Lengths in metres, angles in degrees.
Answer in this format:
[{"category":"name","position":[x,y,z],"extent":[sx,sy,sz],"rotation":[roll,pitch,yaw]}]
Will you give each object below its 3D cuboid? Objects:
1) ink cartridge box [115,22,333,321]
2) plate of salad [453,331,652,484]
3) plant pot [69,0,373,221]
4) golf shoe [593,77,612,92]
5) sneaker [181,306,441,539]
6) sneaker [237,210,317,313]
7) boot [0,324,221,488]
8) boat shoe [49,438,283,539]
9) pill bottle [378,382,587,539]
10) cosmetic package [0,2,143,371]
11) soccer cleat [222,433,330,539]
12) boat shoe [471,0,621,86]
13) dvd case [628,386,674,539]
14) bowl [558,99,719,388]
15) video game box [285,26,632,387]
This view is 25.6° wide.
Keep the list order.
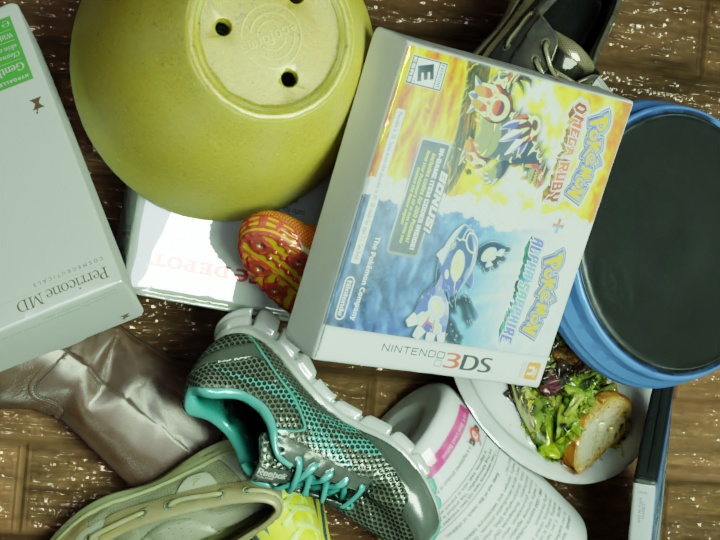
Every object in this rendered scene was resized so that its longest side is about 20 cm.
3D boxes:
[{"category":"ink cartridge box","position":[-0.083,-0.072,1.088],"extent":[0.144,0.087,0.202],"rotation":[10,86,-17]},{"category":"plate of salad","position":[0.145,0.054,1.148],"extent":[0.198,0.048,0.202],"rotation":[15,61,-28]},{"category":"plant pot","position":[-0.072,-0.135,0.972],"extent":[0.198,0.142,0.202],"rotation":[0,89,-16]},{"category":"golf shoe","position":[0.179,-0.105,1.166],"extent":[0.200,0.097,0.078],"rotation":[44,80,-12]},{"category":"sneaker","position":[-0.037,0.119,1.021],"extent":[0.200,0.078,0.091],"rotation":[41,40,5]},{"category":"sneaker","position":[0.000,0.000,1.049],"extent":[0.199,0.073,0.078],"rotation":[26,60,-36]},{"category":"boot","position":[-0.200,0.111,1.070],"extent":[0.200,0.064,0.187],"rotation":[40,81,-19]},{"category":"boat shoe","position":[-0.139,0.185,1.055],"extent":[0.199,0.063,0.073],"rotation":[-29,117,6]},{"category":"pill bottle","position":[0.089,0.186,1.131],"extent":[0.200,0.113,0.114],"rotation":[44,78,-13]},{"category":"cosmetic package","position":[-0.224,-0.051,1.005],"extent":[0.107,0.085,0.201],"rotation":[-23,74,-6]},{"category":"soccer cleat","position":[-0.043,0.193,1.104],"extent":[0.064,0.084,0.202],"rotation":[-19,96,-16]},{"category":"boat shoe","position":[0.118,-0.138,1.056],"extent":[0.074,0.073,0.201],"rotation":[33,67,-22]},{"category":"dvd case","position":[0.202,0.197,1.127],"extent":[0.017,0.143,0.202],"rotation":[6,116,13]},{"category":"bowl","position":[0.211,-0.020,1.104],"extent":[0.199,0.039,0.203],"rotation":[1,88,-30]},{"category":"video game box","position":[0.063,-0.032,0.990],"extent":[0.181,0.047,0.202],"rotation":[8,105,-35]}]
